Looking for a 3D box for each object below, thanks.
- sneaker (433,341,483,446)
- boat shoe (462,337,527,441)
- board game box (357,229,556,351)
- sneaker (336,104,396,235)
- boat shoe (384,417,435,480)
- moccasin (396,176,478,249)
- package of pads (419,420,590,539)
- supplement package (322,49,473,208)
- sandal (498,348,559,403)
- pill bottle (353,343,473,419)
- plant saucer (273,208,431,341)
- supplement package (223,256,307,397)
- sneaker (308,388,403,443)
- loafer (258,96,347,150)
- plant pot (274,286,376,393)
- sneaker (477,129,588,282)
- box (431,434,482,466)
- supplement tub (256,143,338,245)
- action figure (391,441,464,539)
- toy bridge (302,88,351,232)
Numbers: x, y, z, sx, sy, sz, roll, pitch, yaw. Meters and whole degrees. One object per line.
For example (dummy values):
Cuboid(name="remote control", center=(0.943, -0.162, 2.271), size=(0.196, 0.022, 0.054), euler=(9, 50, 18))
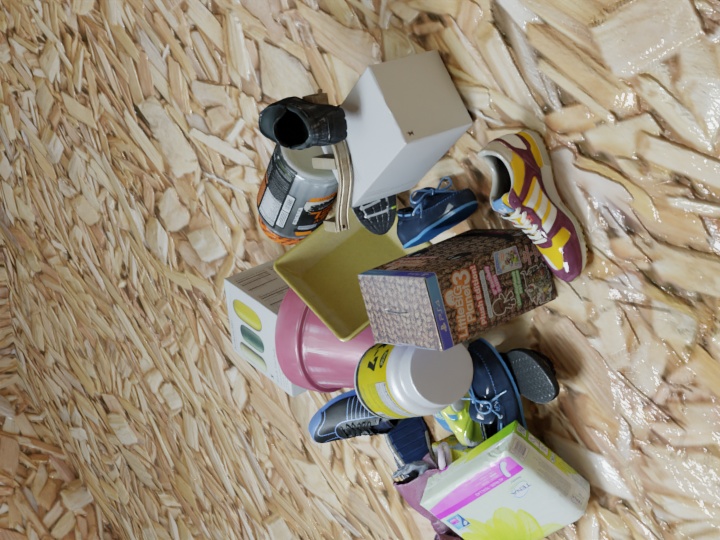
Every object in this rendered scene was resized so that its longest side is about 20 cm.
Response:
Cuboid(name="sneaker", center=(0.125, 0.166, 1.783), size=(0.105, 0.075, 0.203), euler=(7, 115, 58))
Cuboid(name="boat shoe", center=(0.183, 0.192, 1.643), size=(0.084, 0.068, 0.202), euler=(25, 140, 66))
Cuboid(name="board game box", center=(0.126, 0.021, 1.564), size=(0.159, 0.198, 0.098), euler=(2, 110, 57))
Cuboid(name="sneaker", center=(0.007, -0.149, 1.787), size=(0.081, 0.073, 0.202), euler=(40, -148, -81))
Cuboid(name="boat shoe", center=(0.083, 0.308, 1.945), size=(0.073, 0.071, 0.202), euler=(115, 133, -65))
Cuboid(name="moccasin", center=(0.093, -0.084, 1.676), size=(0.200, 0.080, 0.069), euler=(-29, 78, 59))
Cuboid(name="package of pads", center=(0.202, 0.313, 1.648), size=(0.154, 0.068, 0.200), euler=(39, 132, -11))
Cuboid(name="supplement package", center=(0.045, -0.194, 1.645), size=(0.122, 0.119, 0.200), euler=(65, 151, 11))
Cuboid(name="sandal", center=(0.226, 0.134, 1.631), size=(0.076, 0.048, 0.200), euler=(66, 164, -7))
Cuboid(name="pill bottle", center=(0.074, 0.145, 1.648), size=(0.116, 0.113, 0.200), euler=(68, 158, 1))
Cuboid(name="plant saucer", center=(0.000, 0.000, 1.796), size=(0.200, 0.199, 0.049), euler=(44, 168, 36))
Cuboid(name="supplement package", center=(-0.118, 0.089, 2.059), size=(0.199, 0.149, 0.154), euler=(30, 133, 48))
Cuboid(name="sneaker", center=(0.007, 0.234, 1.904), size=(0.070, 0.199, 0.078), euler=(50, -166, -41))
Cuboid(name="loafer", center=(-0.093, -0.201, 1.630), size=(0.200, 0.070, 0.069), euler=(14, 116, 56))
Cuboid(name="plant pot", center=(-0.008, 0.103, 1.867), size=(0.178, 0.199, 0.202), euler=(12, 119, 39))
Cuboid(name="sneaker", center=(0.208, -0.072, 1.480), size=(0.075, 0.089, 0.202), euler=(-32, 80, 60))
Cuboid(name="box", center=(0.192, 0.320, 1.797), size=(0.199, 0.048, 0.119), euler=(4, 111, 61))
Cuboid(name="supplement tub", center=(-0.098, -0.135, 1.916), size=(0.123, 0.122, 0.201), euler=(57, 149, 19))
Cuboid(name="action figure", center=(0.135, 0.374, 1.820), size=(0.149, 0.134, 0.201), euler=(-39, 86, 16))
Cuboid(name="toy bridge", center=(-0.041, -0.153, 1.663), size=(0.067, 0.027, 0.203), euler=(12, 115, 57))
